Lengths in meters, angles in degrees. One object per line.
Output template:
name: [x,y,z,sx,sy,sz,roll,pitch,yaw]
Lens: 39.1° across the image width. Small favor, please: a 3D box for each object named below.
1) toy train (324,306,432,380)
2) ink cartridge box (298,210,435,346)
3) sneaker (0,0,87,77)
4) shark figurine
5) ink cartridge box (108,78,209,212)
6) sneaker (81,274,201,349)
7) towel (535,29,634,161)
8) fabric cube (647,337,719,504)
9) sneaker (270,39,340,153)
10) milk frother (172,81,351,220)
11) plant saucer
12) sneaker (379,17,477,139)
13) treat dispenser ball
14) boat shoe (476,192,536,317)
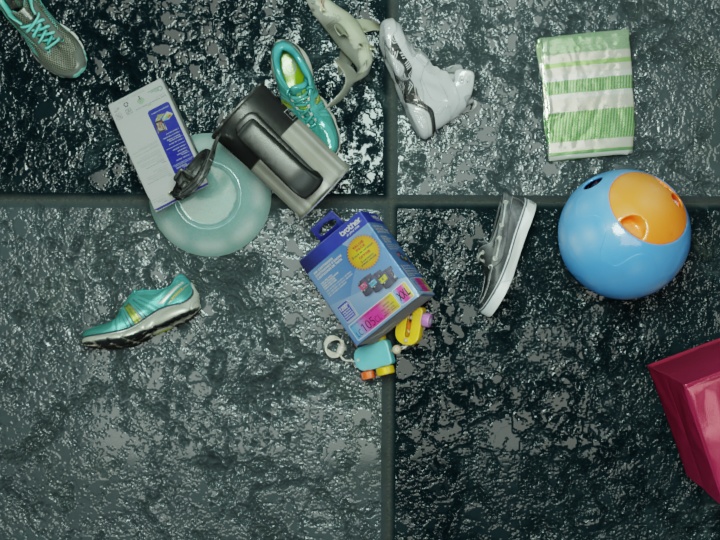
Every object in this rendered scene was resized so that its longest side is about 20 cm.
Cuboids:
toy train: [0.037,0.079,1.648,0.150,0.056,0.200,38,102,19]
ink cartridge box: [0.000,0.000,1.597,0.136,0.076,0.200,-40,73,16]
sneaker: [-0.511,-0.384,1.585,0.078,0.091,0.200,-41,94,3]
shark figurine: [-0.020,-0.331,1.593,0.128,0.215,0.090,10,136,-29]
ink cartridge box: [-0.315,-0.194,1.602,0.099,0.039,0.200,-25,77,2]
sneaker: [-0.357,0.071,1.640,0.200,0.078,0.080,-24,75,-4]
towel: [0.366,-0.282,1.640,0.152,0.023,0.201,-5,93,-1]
fabric cube: [0.598,0.222,1.589,0.196,0.200,0.200,-19,94,2]
sneaker: [-0.094,-0.267,1.598,0.077,0.080,0.200,-24,95,2]
milk frother: [-0.154,-0.144,1.531,0.188,0.181,0.200,43,116,-6]
plant saucer: [-0.245,-0.121,1.634,0.200,0.039,0.202,0,94,0]
sneaker: [0.108,-0.317,1.596,0.115,0.075,0.200,-25,114,-3]
treat dispenser ball: [0.407,-0.056,1.567,0.200,0.201,0.202,0,94,-1]
boat shoe: [0.218,-0.027,1.630,0.068,0.072,0.201,20,91,-4]
